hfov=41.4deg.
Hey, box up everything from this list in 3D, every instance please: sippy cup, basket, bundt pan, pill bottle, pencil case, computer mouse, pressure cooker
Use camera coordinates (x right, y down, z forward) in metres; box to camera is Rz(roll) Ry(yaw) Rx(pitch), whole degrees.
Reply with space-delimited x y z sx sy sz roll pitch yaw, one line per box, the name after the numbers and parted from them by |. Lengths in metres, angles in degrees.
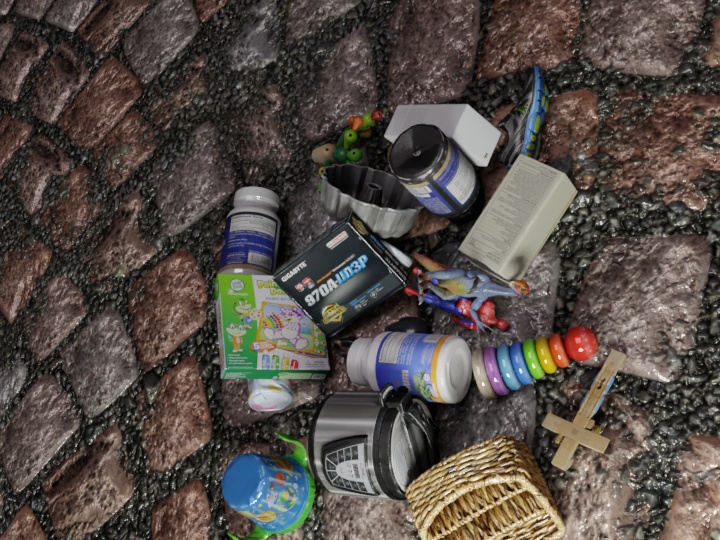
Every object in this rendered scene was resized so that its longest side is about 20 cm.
-0.169 0.379 1.657 0.138 0.130 0.180 -17 60 27 | sippy cup
0.181 0.358 1.424 0.199 0.142 0.150 -32 53 17 | basket
0.015 -0.122 1.751 0.202 0.200 0.077 40 122 39 | bundt pan
0.141 -0.161 1.666 0.111 0.200 0.113 -14 60 27 | pill bottle
-0.218 -0.059 1.913 0.115 0.116 0.202 -10 62 29 | pill bottle
0.079 0.161 1.608 0.198 0.112 0.113 0 68 34 | pill bottle
-0.177 0.163 1.793 0.082 0.091 0.202 -16 60 12 | pencil case
0.032 0.121 1.710 0.198 0.034 0.059 -15 61 28 | computer mouse
0.035 0.279 1.540 0.198 0.176 0.181 -3 64 31 | pressure cooker

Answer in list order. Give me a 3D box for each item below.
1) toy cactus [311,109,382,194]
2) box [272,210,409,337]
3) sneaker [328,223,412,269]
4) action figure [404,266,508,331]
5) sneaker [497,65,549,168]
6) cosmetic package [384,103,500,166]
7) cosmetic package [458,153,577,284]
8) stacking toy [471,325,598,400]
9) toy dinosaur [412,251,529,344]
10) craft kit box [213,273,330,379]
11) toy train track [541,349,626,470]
-0.036 -0.230 1.905 0.164 0.102 0.202 9 75 56 | toy cactus
-0.035 0.010 1.709 0.199 0.159 0.046 -34 18 29 | box
0.000 0.000 1.766 0.199 0.079 0.132 20 84 41 | sneaker
0.171 0.056 1.640 0.199 0.052 0.066 28 90 34 | action figure
0.288 -0.278 1.708 0.082 0.071 0.202 7 75 29 | sneaker
0.147 -0.248 1.739 0.199 0.101 0.072 13 75 53 | cosmetic package
0.269 -0.085 1.626 0.103 0.073 0.201 32 88 39 | cosmetic package
0.281 0.141 1.512 0.198 0.085 0.086 -19 58 18 | stacking toy
0.184 0.012 1.578 0.179 0.106 0.202 -7 51 0 | toy dinosaur
-0.165 0.103 1.761 0.049 0.197 0.199 119 147 -50 | craft kit box
0.353 0.216 1.454 0.114 0.033 0.201 20 74 46 | toy train track
